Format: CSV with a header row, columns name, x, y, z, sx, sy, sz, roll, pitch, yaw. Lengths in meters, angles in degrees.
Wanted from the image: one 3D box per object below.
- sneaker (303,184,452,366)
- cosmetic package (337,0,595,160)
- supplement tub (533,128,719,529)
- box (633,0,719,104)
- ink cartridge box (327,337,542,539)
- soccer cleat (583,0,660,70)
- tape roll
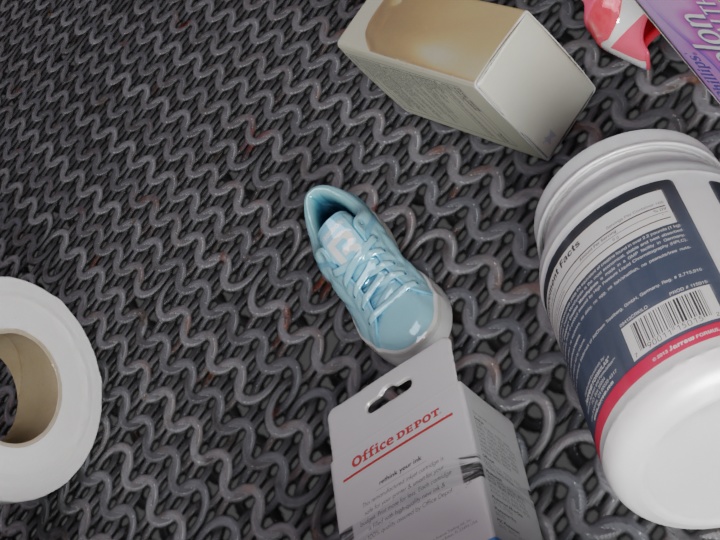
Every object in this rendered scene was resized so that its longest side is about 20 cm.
name,x,y,z,sx,sy,sz,roll,pitch,yaw
sneaker,0.000,0.000,1.015,0.074,0.082,0.200,-48,36,7
cosmetic package,0.080,-0.163,1.048,0.071,0.105,0.200,-55,38,-5
supplement tub,0.181,0.029,0.745,0.140,0.140,0.201,-36,39,21
box,0.266,-0.231,0.839,0.096,0.176,0.201,5,64,49
ink cartridge box,0.048,0.156,0.844,0.116,0.068,0.201,-34,40,23
soccer cleat,0.249,-0.236,0.971,0.200,0.067,0.077,-45,66,2
tape roll,-0.332,0.110,1.182,0.070,0.202,0.204,-14,50,39
